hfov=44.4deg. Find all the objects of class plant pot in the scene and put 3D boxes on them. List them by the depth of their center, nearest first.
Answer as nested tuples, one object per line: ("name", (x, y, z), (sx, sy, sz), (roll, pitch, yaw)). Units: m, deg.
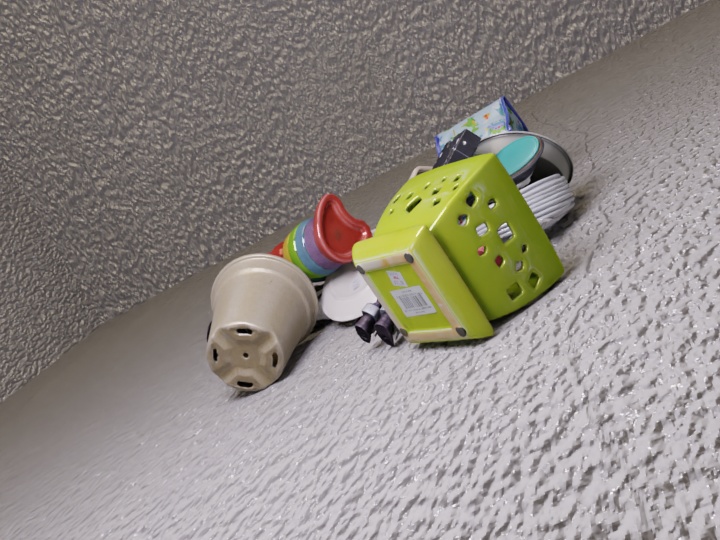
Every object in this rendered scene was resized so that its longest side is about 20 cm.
("plant pot", (0.119, -0.014, 1.188), (0.181, 0.200, 0.199), (-43, 16, -29))
("plant pot", (-0.182, 0.101, 1.520), (0.199, 0.202, 0.184), (-26, 21, 18))

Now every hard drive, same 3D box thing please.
("hard drive", (0.126, -0.129, 1.463), (0.202, 0.038, 0.140), (-61, 6, -7))

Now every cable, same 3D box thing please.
("cable", (0.253, -0.091, 1.447), (0.199, 0.070, 0.199), (-25, 2, 45))

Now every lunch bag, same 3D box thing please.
("lunch bag", (0.266, -0.208, 1.740), (0.169, 0.200, 0.129), (-25, 44, 25))

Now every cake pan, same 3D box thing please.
("cake pan", (0.269, -0.161, 1.534), (0.199, 0.200, 0.037), (-21, 47, 38))

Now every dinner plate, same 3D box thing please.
("dinner plate", (0.000, 0.000, 1.574), (0.199, 0.024, 0.202), (-31, 38, 27))

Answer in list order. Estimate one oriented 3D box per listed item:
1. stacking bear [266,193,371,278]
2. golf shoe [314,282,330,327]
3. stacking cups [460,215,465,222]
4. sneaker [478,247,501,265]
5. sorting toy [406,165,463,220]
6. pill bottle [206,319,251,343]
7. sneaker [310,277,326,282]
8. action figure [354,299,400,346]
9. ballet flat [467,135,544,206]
("stacking bear", (-0.094, -0.036, 1.609), (0.199, 0.121, 0.115), (-26, 32, 46))
("golf shoe", (-0.107, 0.080, 1.670), (0.199, 0.078, 0.094), (-35, 12, -20))
("stacking cups", (0.198, -0.078, 1.586), (0.060, 0.061, 0.200), (-23, 8, 30))
("sneaker", (0.145, 0.010, 1.384), (0.198, 0.074, 0.088), (-12, 58, 18))
("sorting toy", (0.144, -0.118, 1.661), (0.198, 0.037, 0.186), (-6, -39, -33))
("pill bottle", (-0.214, 0.101, 1.762), (0.111, 0.113, 0.200), (-23, 12, 30))
("sneaker", (-0.121, -0.018, 1.772), (0.077, 0.093, 0.199), (-6, 0, -28))
("action figure", (0.062, 0.015, 1.340), (0.129, 0.070, 0.201), (14, 63, 36))
("ballet flat", (0.233, -0.155, 1.456), (0.199, 0.073, 0.073), (-32, 7, 35))
